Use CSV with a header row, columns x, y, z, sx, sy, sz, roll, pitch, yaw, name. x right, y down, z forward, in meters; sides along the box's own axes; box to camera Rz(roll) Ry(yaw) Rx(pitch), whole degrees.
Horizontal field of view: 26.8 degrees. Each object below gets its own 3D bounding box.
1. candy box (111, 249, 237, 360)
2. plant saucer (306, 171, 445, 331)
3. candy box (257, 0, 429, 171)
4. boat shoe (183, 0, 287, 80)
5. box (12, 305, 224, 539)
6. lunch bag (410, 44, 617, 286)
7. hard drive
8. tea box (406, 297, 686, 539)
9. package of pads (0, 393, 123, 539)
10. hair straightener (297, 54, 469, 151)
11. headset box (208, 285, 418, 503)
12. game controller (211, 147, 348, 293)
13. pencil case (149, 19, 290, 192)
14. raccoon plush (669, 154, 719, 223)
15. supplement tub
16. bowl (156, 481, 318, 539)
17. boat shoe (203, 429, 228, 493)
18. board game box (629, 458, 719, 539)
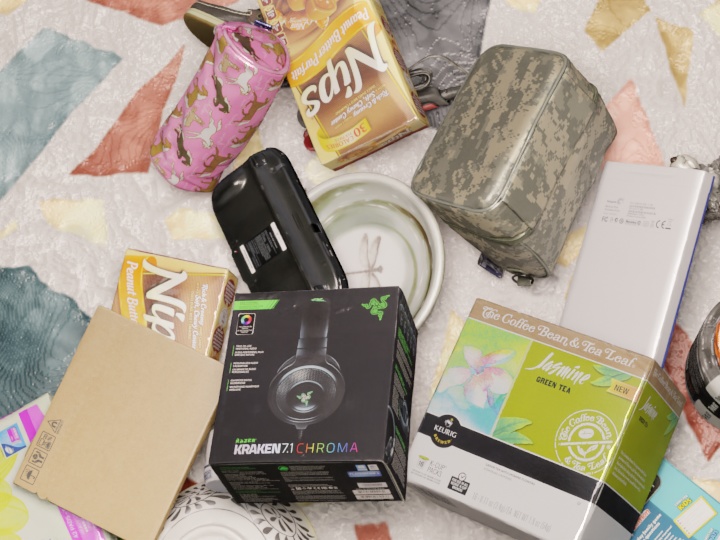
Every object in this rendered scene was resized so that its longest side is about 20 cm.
x,y,z,sx,sy,sz,roll,pitch,yaw,name
-0.210,0.089,1.587,0.114,0.055,0.202,11,78,10,candy box
0.000,0.000,1.581,0.198,0.050,0.202,-5,75,21,plant saucer
-0.019,-0.220,1.575,0.115,0.055,0.202,-24,79,14,candy box
-0.094,-0.255,1.658,0.199,0.072,0.066,23,74,7,boat shoe
-0.238,0.158,1.528,0.162,0.021,0.202,24,83,11,box
0.169,-0.104,1.542,0.139,0.167,0.201,15,74,49,lunch bag
0.274,-0.007,1.526,0.131,0.025,0.202,11,83,50,hard drive
0.177,0.161,1.463,0.199,0.134,0.198,18,77,32,tea box
-0.346,0.252,1.567,0.153,0.068,0.201,-28,75,-1,package of pads
0.027,-0.185,1.618,0.198,0.077,0.041,-12,49,5,hair straightener
-0.040,0.114,1.458,0.172,0.093,0.202,-2,57,15,headset box
-0.087,-0.029,1.582,0.104,0.042,0.201,-38,65,26,game controller
-0.150,-0.170,1.585,0.082,0.200,0.087,9,45,-31,pencil case
0.400,-0.055,1.540,0.134,0.097,0.200,-46,76,3,raccoon plush
0.379,0.086,1.449,0.121,0.200,0.124,-2,77,7,supplement tub
-0.140,0.304,1.517,0.198,0.094,0.203,-1,77,6,bowl
-0.058,0.191,1.526,0.198,0.074,0.066,7,66,-17,boat shoe
0.306,0.289,1.447,0.151,0.047,0.200,-47,49,-5,board game box
